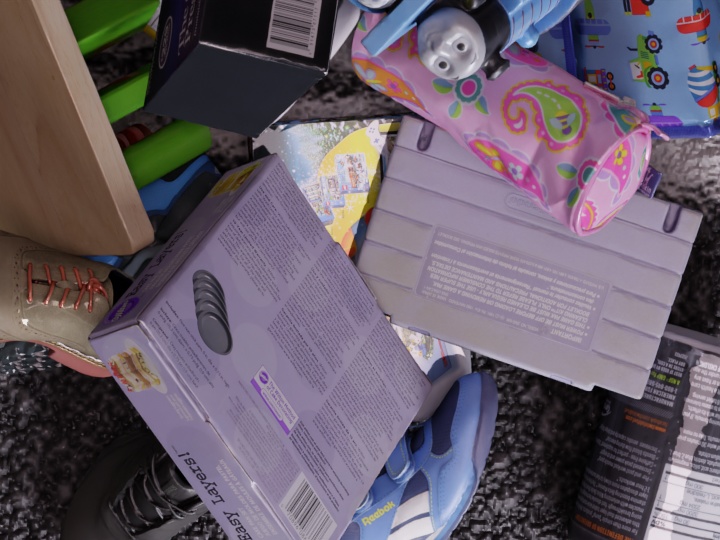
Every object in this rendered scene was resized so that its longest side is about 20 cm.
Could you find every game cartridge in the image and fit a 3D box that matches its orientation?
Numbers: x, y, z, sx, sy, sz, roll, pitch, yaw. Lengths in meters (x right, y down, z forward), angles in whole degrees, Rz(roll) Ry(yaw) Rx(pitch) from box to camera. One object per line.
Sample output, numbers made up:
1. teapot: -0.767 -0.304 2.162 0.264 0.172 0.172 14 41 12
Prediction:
1. game cartridge: 0.102 -0.007 1.318 0.199 0.038 0.130 19 98 5

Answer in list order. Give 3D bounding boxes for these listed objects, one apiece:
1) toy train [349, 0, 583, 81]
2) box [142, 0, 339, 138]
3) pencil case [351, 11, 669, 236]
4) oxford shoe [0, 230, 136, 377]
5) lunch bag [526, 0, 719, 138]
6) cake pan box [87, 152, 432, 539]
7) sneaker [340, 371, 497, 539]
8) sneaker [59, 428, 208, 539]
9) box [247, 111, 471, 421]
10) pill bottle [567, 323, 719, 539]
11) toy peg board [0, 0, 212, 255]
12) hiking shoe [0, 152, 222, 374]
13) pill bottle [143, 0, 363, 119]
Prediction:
1. toy train: 0.068 -0.176 1.175 0.114 0.200 0.087 47 132 1
2. box: -0.058 -0.193 1.170 0.078 0.141 0.201 11 76 -13
3. pencil case: 0.088 -0.104 1.267 0.200 0.087 0.088 36 92 23
4. oxford shoe: -0.182 0.008 1.201 0.199 0.074 0.071 19 63 -48
5. lunch bag: 0.135 -0.164 1.305 0.199 0.094 0.152 -1 111 32
6. cake pan box: -0.051 0.059 1.246 0.052 0.184 0.200 -18 115 39
7. sneaker: 0.020 0.144 1.340 0.082 0.074 0.201 29 108 -8
8. sneaker: -0.123 0.131 1.320 0.200 0.091 0.076 -41 94 19
9. box: 0.000 0.000 1.360 0.136 0.038 0.202 -4 97 -6
10. pill bottle: 0.198 0.140 1.365 0.106 0.106 0.201 16 94 -8
11. toy peg board: -0.193 -0.119 1.264 0.098 0.199 0.201 -32 110 -35
12. hiking shoe: -0.165 -0.005 1.335 0.199 0.074 0.087 -29 73 0
13. pill bottle: -0.101 -0.192 1.290 0.200 0.111 0.111 39 91 -9
